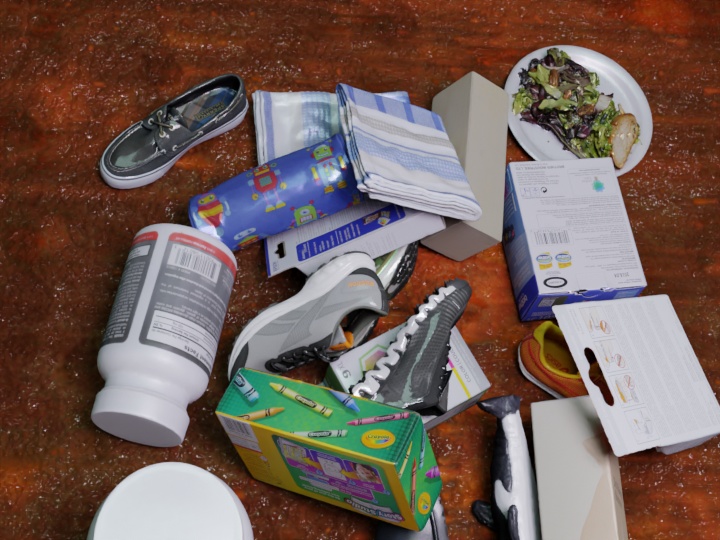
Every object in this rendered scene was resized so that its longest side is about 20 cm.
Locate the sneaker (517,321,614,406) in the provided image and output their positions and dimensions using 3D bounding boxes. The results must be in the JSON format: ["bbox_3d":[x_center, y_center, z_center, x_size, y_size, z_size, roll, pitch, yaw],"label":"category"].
[{"bbox_3d":[0.263,0.127,1.101,0.197,0.077,0.074,27,62,-2],"label":"sneaker"}]

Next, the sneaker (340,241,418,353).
[{"bbox_3d":[0.000,0.000,1.125,0.088,0.077,0.201,28,60,16],"label":"sneaker"}]

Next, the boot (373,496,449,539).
[{"bbox_3d":[0.002,0.281,0.985,0.165,0.077,0.204,-7,72,-17],"label":"boot"}]

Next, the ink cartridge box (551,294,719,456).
[{"bbox_3d":[0.280,0.112,1.051,0.197,0.050,0.165,-4,64,-37],"label":"ink cartridge box"}]

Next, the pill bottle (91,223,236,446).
[{"bbox_3d":[-0.201,0.066,1.032,0.114,0.116,0.203,13,64,-3],"label":"pill bottle"}]

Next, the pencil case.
[{"bbox_3d":[-0.093,-0.075,1.113,0.197,0.087,0.079,-23,54,-1],"label":"pencil case"}]

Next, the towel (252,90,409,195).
[{"bbox_3d":[-0.028,-0.150,1.205,0.196,0.024,0.150,-1,66,-10],"label":"towel"}]

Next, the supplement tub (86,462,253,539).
[{"bbox_3d":[-0.167,0.257,0.900,0.141,0.201,0.147,3,64,-7],"label":"supplement tub"}]

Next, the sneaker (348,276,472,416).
[{"bbox_3d":[0.063,0.099,1.023,0.090,0.067,0.200,39,69,7],"label":"sneaker"}]

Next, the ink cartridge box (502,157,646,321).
[{"bbox_3d":[0.240,-0.023,1.168,0.134,0.077,0.203,-4,64,-12],"label":"ink cartridge box"}]

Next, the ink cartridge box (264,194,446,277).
[{"bbox_3d":[-0.009,-0.042,1.114,0.197,0.038,0.095,-21,29,2],"label":"ink cartridge box"}]

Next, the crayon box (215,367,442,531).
[{"bbox_3d":[-0.029,0.169,0.965,0.197,0.120,0.059,11,52,27],"label":"crayon box"}]

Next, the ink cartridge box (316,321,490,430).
[{"bbox_3d":[0.027,0.129,1.070,0.197,0.060,0.105,-25,71,-19],"label":"ink cartridge box"}]

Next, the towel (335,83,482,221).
[{"bbox_3d":[0.049,-0.132,1.103,0.144,0.024,0.202,13,36,-21],"label":"towel"}]

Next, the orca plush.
[{"bbox_3d":[0.139,0.233,1.034,0.070,0.105,0.204,-14,91,25],"label":"orca plush"}]

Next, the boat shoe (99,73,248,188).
[{"bbox_3d":[-0.215,-0.167,1.171,0.199,0.057,0.069,-36,75,-22],"label":"boat shoe"}]

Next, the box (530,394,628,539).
[{"bbox_3d":[0.223,0.237,1.023,0.076,0.095,0.204,-9,65,18],"label":"box"}]

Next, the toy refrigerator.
[{"bbox_3d":[0.125,-0.121,1.186,0.069,0.075,0.204,23,59,-30],"label":"toy refrigerator"}]

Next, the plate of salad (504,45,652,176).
[{"bbox_3d":[0.277,-0.206,1.276,0.196,0.048,0.204,3,65,-7],"label":"plate of salad"}]

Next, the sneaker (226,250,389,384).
[{"bbox_3d":[-0.056,0.067,1.037,0.199,0.074,0.080,-39,60,12],"label":"sneaker"}]
